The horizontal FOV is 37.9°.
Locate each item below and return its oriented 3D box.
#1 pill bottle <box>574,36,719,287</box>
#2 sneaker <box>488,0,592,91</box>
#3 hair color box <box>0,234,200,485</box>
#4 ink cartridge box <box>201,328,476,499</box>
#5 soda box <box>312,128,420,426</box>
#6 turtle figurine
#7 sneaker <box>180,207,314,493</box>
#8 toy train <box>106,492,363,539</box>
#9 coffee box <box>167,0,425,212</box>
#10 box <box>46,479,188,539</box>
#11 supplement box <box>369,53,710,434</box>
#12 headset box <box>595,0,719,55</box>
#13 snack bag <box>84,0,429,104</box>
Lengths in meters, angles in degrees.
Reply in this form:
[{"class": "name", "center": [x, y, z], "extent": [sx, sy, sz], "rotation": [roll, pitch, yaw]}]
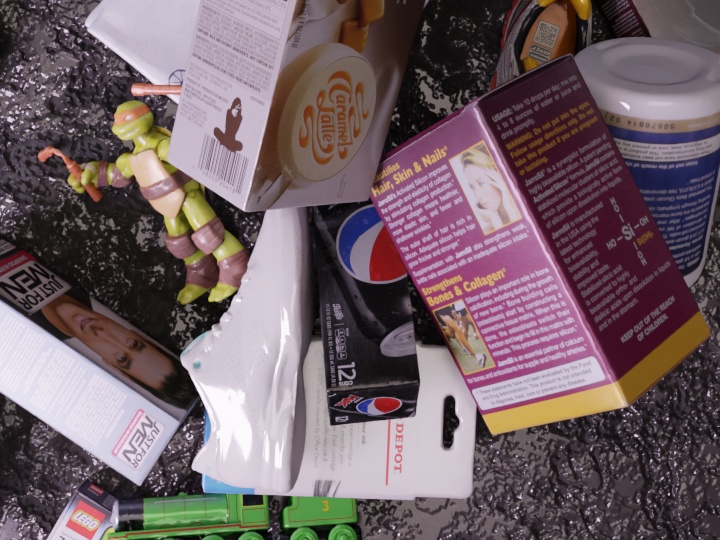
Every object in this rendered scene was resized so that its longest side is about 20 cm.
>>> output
[{"class": "pill bottle", "center": [0.191, -0.049, 0.734], "extent": [0.109, 0.112, 0.203], "rotation": [-2, 122, -2]}, {"class": "sneaker", "center": [0.121, -0.119, 0.770], "extent": [0.077, 0.082, 0.203], "rotation": [11, 93, -2]}, {"class": "hair color box", "center": [-0.213, 0.059, 0.756], "extent": [0.199, 0.099, 0.061], "rotation": [35, 102, -4]}, {"class": "ink cartridge box", "center": [-0.015, 0.105, 0.785], "extent": [0.196, 0.067, 0.118], "rotation": [3, 92, -2]}, {"class": "soda box", "center": [0.000, 0.000, 0.736], "extent": [0.062, 0.071, 0.203], "rotation": [-5, 64, -2]}, {"class": "turtle figurine", "center": [-0.142, -0.057, 0.759], "extent": [0.198, 0.064, 0.163], "rotation": [-10, 114, 39]}, {"class": "sneaker", "center": [-0.078, 0.047, 0.716], "extent": [0.087, 0.075, 0.204], "rotation": [5, 88, 7]}, {"class": "toy train", "center": [-0.094, 0.191, 0.781], "extent": [0.197, 0.042, 0.057], "rotation": [0, 73, -15]}, {"class": "coffee box", "center": [-0.030, -0.145, 0.621], "extent": [0.079, 0.114, 0.203], "rotation": [31, 115, 33]}, {"class": "box", "center": [-0.157, 0.261, 0.806], "extent": [0.198, 0.035, 0.111], "rotation": [31, 91, -3]}, {"class": "supplement box", "center": [0.109, -0.012, 0.677], "extent": [0.103, 0.130, 0.202], "rotation": [-29, 93, -36]}, {"class": "headset box", "center": [0.253, -0.224, 0.772], "extent": [0.147, 0.077, 0.202], "rotation": [-28, 92, 0]}, {"class": "snack bag", "center": [-0.060, -0.188, 0.733], "extent": [0.188, 0.021, 0.201], "rotation": [39, 84, -1]}]
